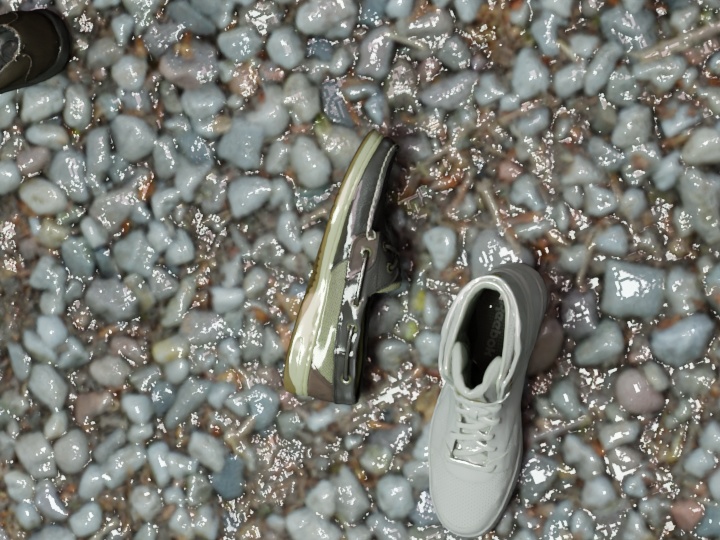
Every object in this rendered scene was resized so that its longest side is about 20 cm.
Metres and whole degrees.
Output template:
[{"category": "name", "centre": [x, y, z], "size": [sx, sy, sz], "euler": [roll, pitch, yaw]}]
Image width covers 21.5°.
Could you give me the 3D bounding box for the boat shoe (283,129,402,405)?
[{"category": "boat shoe", "centre": [0.000, 0.000, 1.377], "size": [0.064, 0.073, 0.202], "euler": [18, 100, 6]}]

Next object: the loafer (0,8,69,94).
[{"category": "loafer", "centre": [-0.326, -0.157, 1.477], "size": [0.198, 0.071, 0.074], "euler": [-23, 84, 17]}]

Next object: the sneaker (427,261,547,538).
[{"category": "sneaker", "centre": [0.077, 0.095, 1.324], "size": [0.073, 0.115, 0.202], "euler": [11, 96, 16]}]
